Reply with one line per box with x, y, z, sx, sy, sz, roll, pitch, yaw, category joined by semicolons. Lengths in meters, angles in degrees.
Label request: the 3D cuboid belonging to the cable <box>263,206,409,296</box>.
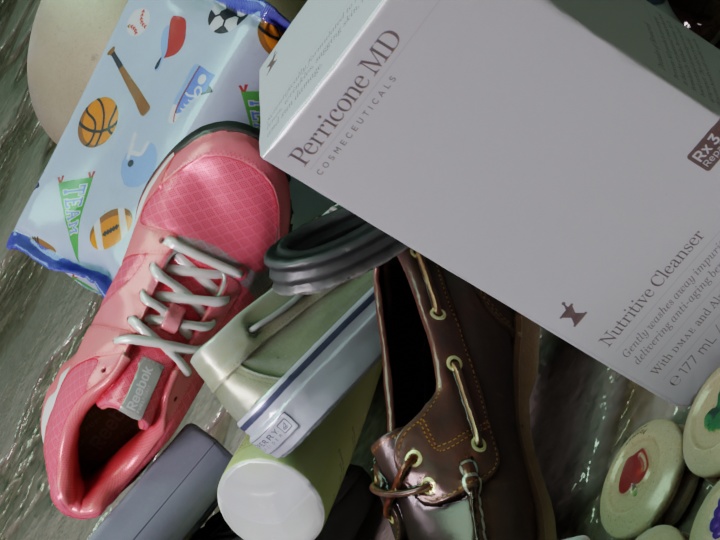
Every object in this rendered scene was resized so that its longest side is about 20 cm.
0.056;-0.032;0.913;0.200;0.050;0.097;-38;33;-27;cable

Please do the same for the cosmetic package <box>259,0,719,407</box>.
0.071;-0.050;0.821;0.113;0.199;0.081;-53;22;24;cosmetic package

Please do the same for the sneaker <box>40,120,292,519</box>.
-0.085;0.030;0.985;0.201;0.073;0.087;-62;11;21;sneaker

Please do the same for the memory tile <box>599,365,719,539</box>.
0.144;0.076;0.750;0.200;0.017;0.154;-44;27;40;memory tile

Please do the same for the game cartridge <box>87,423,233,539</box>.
-0.116;0.144;1.078;0.134;0.040;0.200;-54;-1;-23;game cartridge

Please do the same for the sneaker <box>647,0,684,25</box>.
0.084;-0.146;0.927;0.200;0.070;0.082;54;136;46;sneaker

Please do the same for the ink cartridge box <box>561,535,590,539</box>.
-0.015;0.165;0.789;0.200;0.144;0.085;-32;72;59;ink cartridge box

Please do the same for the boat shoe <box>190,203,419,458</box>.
0.000;0.000;0.987;0.072;0.062;0.200;-40;6;47;boat shoe

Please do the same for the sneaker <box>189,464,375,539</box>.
-0.054;0.173;1.029;0.200;0.091;0.076;-47;18;-27;sneaker

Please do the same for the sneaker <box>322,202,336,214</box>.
0.010;-0.076;0.956;0.104;0.060;0.200;-29;-8;2;sneaker

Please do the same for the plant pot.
-0.087;-0.127;1.372;0.134;0.200;0.201;35;98;34;plant pot

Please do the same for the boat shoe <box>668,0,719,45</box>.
0.163;-0.163;0.957;0.075;0.075;0.203;-23;-31;-48;boat shoe

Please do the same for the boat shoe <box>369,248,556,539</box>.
0.034;0.077;0.898;0.070;0.070;0.201;-42;41;44;boat shoe

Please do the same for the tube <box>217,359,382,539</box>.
-0.013;0.053;1.045;0.058;0.052;0.200;-12;26;23;tube

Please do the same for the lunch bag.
-0.048;-0.038;1.125;0.124;0.200;0.171;29;90;41;lunch bag
